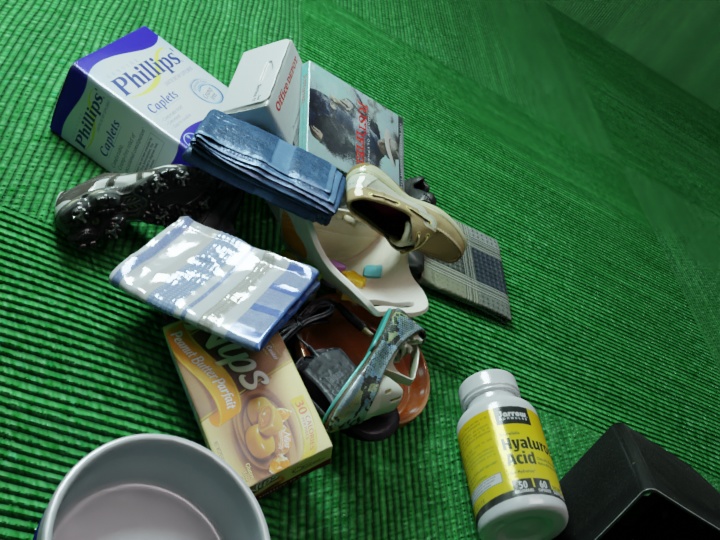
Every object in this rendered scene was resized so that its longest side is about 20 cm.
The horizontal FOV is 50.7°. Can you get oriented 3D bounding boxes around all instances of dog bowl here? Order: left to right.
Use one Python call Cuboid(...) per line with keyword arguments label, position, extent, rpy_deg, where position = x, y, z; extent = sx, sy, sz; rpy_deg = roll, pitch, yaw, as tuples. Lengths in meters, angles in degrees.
Cuboid(label="dog bowl", position=(-0.178, 0.248, 0.644), extent=(0.196, 0.079, 0.203), rpy_deg=(24, 38, -20))

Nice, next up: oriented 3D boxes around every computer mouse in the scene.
Cuboid(label="computer mouse", position=(-0.020, 0.119, 0.900), extent=(0.199, 0.047, 0.139), rpy_deg=(38, 42, 20))

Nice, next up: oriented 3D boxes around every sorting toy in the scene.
Cuboid(label="sorting toy", position=(0.000, 0.000, 0.995), extent=(0.197, 0.109, 0.180), rpy_deg=(6, 28, -44))

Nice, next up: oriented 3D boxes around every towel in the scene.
Cuboid(label="towel", position=(-0.157, 0.008, 0.833), extent=(0.196, 0.024, 0.147), rpy_deg=(22, 39, 17))
Cuboid(label="towel", position=(-0.112, -0.133, 0.938), extent=(0.196, 0.049, 0.113), rpy_deg=(24, 32, -8))
Cuboid(label="towel", position=(0.162, -0.015, 1.275), extent=(0.196, 0.035, 0.196), rpy_deg=(25, 41, -23))

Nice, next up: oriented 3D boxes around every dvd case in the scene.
Cuboid(label="dvd case", position=(-0.008, -0.191, 1.083), extent=(0.198, 0.022, 0.150), rpy_deg=(23, 59, -43))

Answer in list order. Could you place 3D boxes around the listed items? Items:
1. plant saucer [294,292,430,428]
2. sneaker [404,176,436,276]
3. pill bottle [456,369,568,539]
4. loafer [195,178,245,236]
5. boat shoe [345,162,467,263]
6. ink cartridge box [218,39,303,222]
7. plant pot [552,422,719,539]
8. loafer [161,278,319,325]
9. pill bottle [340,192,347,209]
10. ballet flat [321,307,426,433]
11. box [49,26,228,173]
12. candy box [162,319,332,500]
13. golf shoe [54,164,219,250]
Cuboid(label="plant saucer", position=(0.001, 0.118, 0.983), extent=(0.196, 0.032, 0.203), rpy_deg=(23, 39, -20))
Cuboid(label="sneaker", position=(0.083, -0.080, 1.203), extent=(0.076, 0.089, 0.203), rpy_deg=(52, 22, -45))
Cuboid(label="pill bottle", position=(0.180, 0.230, 0.951), extent=(0.109, 0.112, 0.203), rpy_deg=(18, 40, -25))
Cuboid(label="loafer", position=(-0.195, -0.073, 0.985), extent=(0.071, 0.073, 0.203), rpy_deg=(19, 39, -17))
Cuboid(label="boat shoe", position=(0.058, -0.059, 1.007), extent=(0.197, 0.074, 0.067), rpy_deg=(31, 46, -18))
Cuboid(label="ink cartridge box", position=(-0.107, -0.194, 1.069), extent=(0.202, 0.081, 0.149), rpy_deg=(63, 29, -42))
Cuboid(label="plant pot", position=(0.346, 0.318, 0.949), extent=(0.197, 0.202, 0.179), rpy_deg=(30, 25, -11))
Cuboid(label="loafer", position=(-0.144, 0.030, 0.908), extent=(0.195, 0.064, 0.072), rpy_deg=(1, 29, -30))
Cuboid(label="pill bottle", position=(-0.003, -0.137, 1.187), extent=(0.107, 0.110, 0.203), rpy_deg=(22, 39, -20))
Cuboid(label="ballet flat", position=(0.026, 0.114, 0.836), extent=(0.074, 0.075, 0.201), rpy_deg=(36, 42, -1))
Cuboid(label="box", position=(-0.275, -0.208, 1.029), extent=(0.198, 0.106, 0.185), rpy_deg=(35, 35, -4))
Cuboid(label="candy box", position=(-0.121, 0.131, 0.804), extent=(0.113, 0.056, 0.202), rpy_deg=(-20, 61, -18))
Cuboid(label="golf shoe", position=(-0.269, -0.094, 0.911), extent=(0.196, 0.080, 0.094), rpy_deg=(-16, 36, -32))
